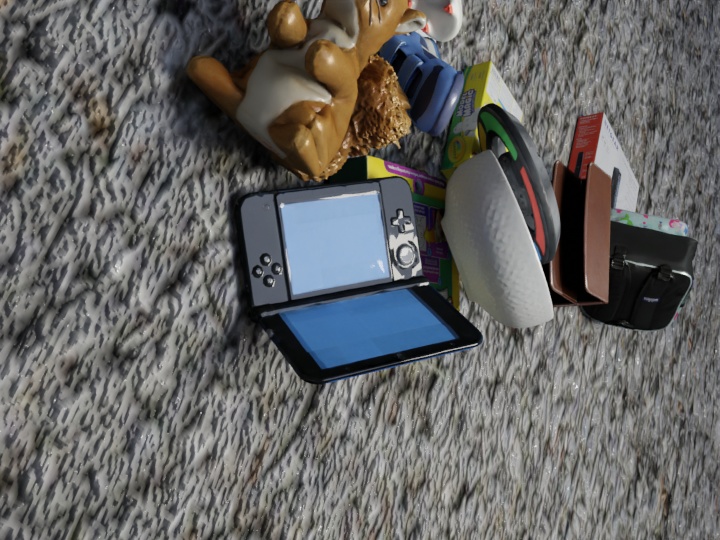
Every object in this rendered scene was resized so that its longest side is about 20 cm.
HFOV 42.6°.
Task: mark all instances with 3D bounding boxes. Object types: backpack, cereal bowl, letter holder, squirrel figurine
[{"bbox_3d":[0.445,0.006,1.505,0.202,0.174,0.152,86,20,-51],"label":"backpack"},{"bbox_3d":[0.143,-0.026,1.034,0.200,0.082,0.204,-20,91,-85],"label":"cereal bowl"},{"bbox_3d":[0.302,-0.062,1.385,0.141,0.099,0.204,24,66,-49],"label":"letter holder"},{"bbox_3d":[-0.025,-0.184,0.857,0.188,0.141,0.200,-53,154,-5],"label":"squirrel figurine"}]

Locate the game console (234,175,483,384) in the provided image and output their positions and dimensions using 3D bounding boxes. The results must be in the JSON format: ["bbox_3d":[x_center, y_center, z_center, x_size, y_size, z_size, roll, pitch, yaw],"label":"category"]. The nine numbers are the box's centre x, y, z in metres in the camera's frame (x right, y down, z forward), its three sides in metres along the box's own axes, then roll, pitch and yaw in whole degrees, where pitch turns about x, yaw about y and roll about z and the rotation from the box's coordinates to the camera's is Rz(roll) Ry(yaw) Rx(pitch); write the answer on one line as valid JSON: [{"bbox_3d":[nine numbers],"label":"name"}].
[{"bbox_3d":[0.000,0.000,0.867,0.197,0.118,0.175,-10,93,-30],"label":"game console"}]

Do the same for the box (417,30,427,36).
[{"bbox_3d":[0.047,-0.288,1.101,0.110,0.034,0.204,-26,107,-53],"label":"box"}]

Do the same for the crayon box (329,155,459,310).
[{"bbox_3d":[0.042,-0.023,1.040,0.199,0.057,0.177,8,80,-55],"label":"crayon box"}]

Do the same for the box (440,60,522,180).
[{"bbox_3d":[0.165,-0.164,1.246,0.117,0.048,0.203,45,49,-43],"label":"box"}]

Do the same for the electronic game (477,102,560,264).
[{"bbox_3d":[0.186,-0.103,1.108,0.200,0.041,0.203,158,-89,-87],"label":"electronic game"}]

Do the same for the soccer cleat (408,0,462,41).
[{"bbox_3d":[0.060,-0.348,1.022,0.202,0.069,0.077,59,34,-1],"label":"soccer cleat"}]

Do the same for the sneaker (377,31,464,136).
[{"bbox_3d":[0.049,-0.203,0.965,0.081,0.075,0.201,21,22,-23],"label":"sneaker"}]

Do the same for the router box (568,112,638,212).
[{"bbox_3d":[0.421,-0.138,1.609,0.200,0.048,0.182,48,49,-41],"label":"router box"}]
